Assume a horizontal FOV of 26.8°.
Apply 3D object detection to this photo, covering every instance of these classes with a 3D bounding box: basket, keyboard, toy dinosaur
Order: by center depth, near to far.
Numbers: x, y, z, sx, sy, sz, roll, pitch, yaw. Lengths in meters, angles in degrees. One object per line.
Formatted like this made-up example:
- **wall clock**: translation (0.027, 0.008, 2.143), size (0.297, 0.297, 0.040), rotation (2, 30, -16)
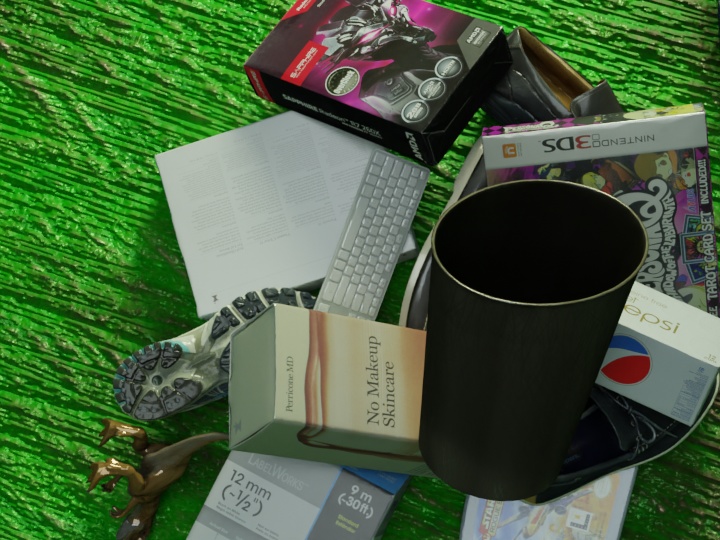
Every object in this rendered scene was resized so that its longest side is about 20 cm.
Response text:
- **basket**: translation (0.113, 0.058, 1.103), size (0.136, 0.180, 0.200), rotation (33, 132, 29)
- **toy dinosaur**: translation (-0.166, 0.160, 1.263), size (0.106, 0.200, 0.061), rotation (21, 46, -25)
- **keyboard**: translation (0.000, 0.000, 1.264), size (0.056, 0.011, 0.201), rotation (20, 92, -29)

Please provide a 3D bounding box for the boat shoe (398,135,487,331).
- **boat shoe**: translation (0.092, -0.017, 1.282), size (0.063, 0.073, 0.200), rotation (23, 82, 14)

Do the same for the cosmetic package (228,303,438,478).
- **cosmetic package**: translation (0.001, 0.099, 1.212), size (0.199, 0.087, 0.104), rotation (10, 64, -27)

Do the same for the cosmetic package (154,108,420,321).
- **cosmetic package**: translation (-0.064, -0.056, 1.322), size (0.199, 0.052, 0.151), rotation (-17, 79, 6)

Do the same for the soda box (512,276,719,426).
- **soda box**: translation (0.187, 0.042, 1.190), size (0.200, 0.068, 0.064), rotation (25, 126, 12)

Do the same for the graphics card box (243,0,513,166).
- **graphics card box**: translation (0.013, -0.175, 1.277), size (0.200, 0.051, 0.126), rotation (26, 67, 31)

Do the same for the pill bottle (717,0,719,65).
- **pill bottle**: translation (0.352, -0.214, 1.246), size (0.111, 0.112, 0.201), rotation (-2, 82, 9)

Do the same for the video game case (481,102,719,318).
- **video game case**: translation (0.200, -0.028, 1.242), size (0.181, 0.036, 0.201), rotation (-5, 108, 10)

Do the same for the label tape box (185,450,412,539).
- **label tape box**: translation (-0.045, 0.188, 1.280), size (0.143, 0.066, 0.200), rotation (26, 89, 11)

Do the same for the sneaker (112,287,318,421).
- **sneaker**: translation (-0.116, 0.071, 1.299), size (0.199, 0.086, 0.078), rotation (-18, 83, -8)

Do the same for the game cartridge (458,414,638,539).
- **game cartridge**: translation (0.154, 0.200, 1.262), size (0.133, 0.042, 0.201), rotation (15, 85, 6)

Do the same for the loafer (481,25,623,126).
- **loafer**: translation (0.189, -0.128, 1.269), size (0.200, 0.073, 0.072), rotation (33, 129, 10)

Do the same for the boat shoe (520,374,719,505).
- **boat shoe**: translation (0.206, 0.123, 1.215), size (0.200, 0.062, 0.075), rotation (-28, 68, -9)
